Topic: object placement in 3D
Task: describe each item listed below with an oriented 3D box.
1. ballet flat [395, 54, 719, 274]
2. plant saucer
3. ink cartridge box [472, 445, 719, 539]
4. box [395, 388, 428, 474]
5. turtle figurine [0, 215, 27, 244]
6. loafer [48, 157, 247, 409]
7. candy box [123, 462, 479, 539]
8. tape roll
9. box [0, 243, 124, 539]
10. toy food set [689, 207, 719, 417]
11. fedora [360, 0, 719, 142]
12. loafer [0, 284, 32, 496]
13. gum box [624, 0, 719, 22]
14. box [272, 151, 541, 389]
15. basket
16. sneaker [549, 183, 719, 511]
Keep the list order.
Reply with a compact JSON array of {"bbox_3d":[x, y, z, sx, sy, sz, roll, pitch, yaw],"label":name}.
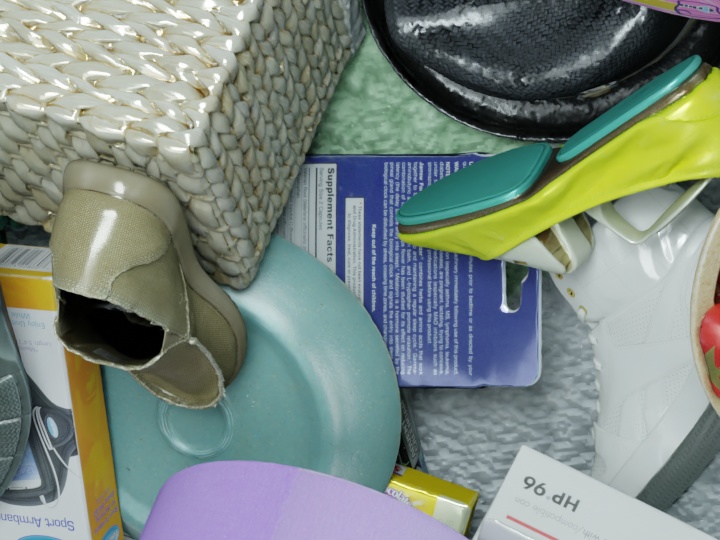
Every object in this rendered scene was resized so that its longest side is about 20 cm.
[{"bbox_3d":[0.104,-0.036,1.367,0.200,0.067,0.067,-26,105,37],"label":"ballet flat"},{"bbox_3d":[-0.079,0.071,1.462,0.200,0.036,0.200,7,113,16],"label":"plant saucer"},{"bbox_3d":[0.111,0.161,1.432,0.116,0.068,0.200,25,153,7],"label":"ink cartridge box"},{"bbox_3d":[-0.060,0.126,1.548,0.200,0.040,0.137,-9,107,21],"label":"box"},{"bbox_3d":[-0.221,-0.005,1.518,0.150,0.101,0.200,-34,109,27],"label":"turtle figurine"},{"bbox_3d":[-0.109,0.019,1.343,0.076,0.068,0.200,16,156,22],"label":"loafer"},{"bbox_3d":[-0.044,0.131,1.508,0.200,0.026,0.102,19,111,10],"label":"candy box"},{"bbox_3d":[-0.019,0.173,1.409,0.200,0.066,0.200,17,150,10],"label":"tape roll"},{"bbox_3d":[-0.189,0.082,1.462,0.119,0.041,0.200,5,118,21],"label":"box"},{"bbox_3d":[0.244,0.002,1.344,0.198,0.049,0.200,34,93,-36],"label":"toy food set"},{"bbox_3d":[0.084,-0.138,1.371,0.200,0.092,0.201,6,111,16],"label":"fedora"},{"bbox_3d":[-0.197,0.031,1.390,0.072,0.063,0.200,-2,132,-5],"label":"loafer"},{"bbox_3d":[0.091,-0.172,1.257,0.200,0.114,0.066,14,81,9],"label":"gum box"},{"bbox_3d":[0.000,0.000,1.466,0.200,0.032,0.121,1,90,19],"label":"box"},{"bbox_3d":[-0.120,-0.114,1.361,0.198,0.200,0.161,16,73,11],"label":"basket"},{"bbox_3d":[0.138,0.040,1.444,0.116,0.074,0.200,43,130,22],"label":"sneaker"}]
